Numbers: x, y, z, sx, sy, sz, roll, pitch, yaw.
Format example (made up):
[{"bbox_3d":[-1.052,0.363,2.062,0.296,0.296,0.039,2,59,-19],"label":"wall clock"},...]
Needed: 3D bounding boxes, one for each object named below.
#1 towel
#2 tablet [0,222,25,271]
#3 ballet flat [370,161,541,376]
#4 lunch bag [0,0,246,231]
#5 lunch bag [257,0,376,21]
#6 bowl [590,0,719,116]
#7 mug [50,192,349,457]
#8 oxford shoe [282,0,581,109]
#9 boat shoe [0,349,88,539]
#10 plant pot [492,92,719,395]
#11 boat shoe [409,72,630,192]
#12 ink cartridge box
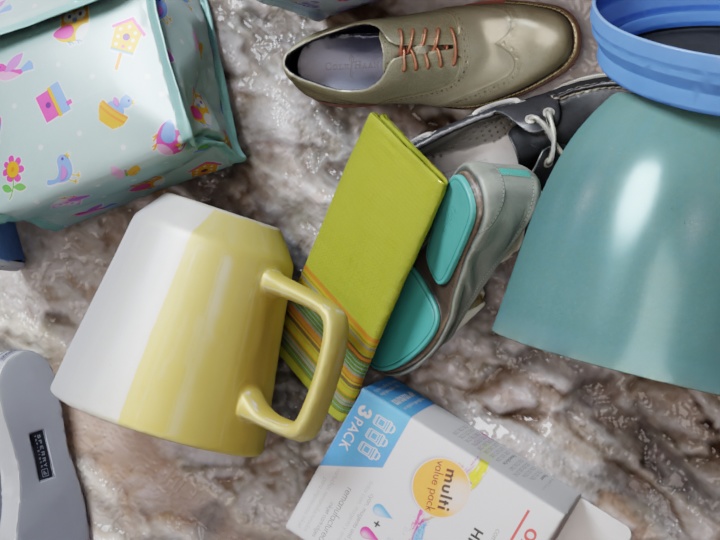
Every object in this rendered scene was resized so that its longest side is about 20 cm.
[{"bbox_3d":[0.000,0.000,1.161,0.086,0.018,0.200,47,128,35],"label":"towel"},{"bbox_3d":[-0.276,-0.097,1.232,0.014,0.130,0.200,-16,89,-2],"label":"tablet"},{"bbox_3d":[0.064,0.004,1.151,0.067,0.064,0.200,66,146,30],"label":"ballet flat"},{"bbox_3d":[-0.190,-0.148,1.207,0.170,0.122,0.200,-18,81,18],"label":"lunch bag"},{"bbox_3d":[0.003,-0.243,1.099,0.169,0.200,0.127,-18,88,18],"label":"lunch bag"},{"bbox_3d":[0.235,-0.135,1.041,0.200,0.201,0.039,9,115,16],"label":"bowl"},{"bbox_3d":[-0.099,0.037,1.189,0.186,0.149,0.153,18,90,2],"label":"mug"},{"bbox_3d":[0.045,-0.139,1.158,0.200,0.074,0.071,-9,91,17],"label":"oxford shoe"},{"bbox_3d":[-0.253,0.158,1.280,0.070,0.071,0.200,-5,97,44],"label":"boat shoe"},{"bbox_3d":[0.195,-0.018,1.061,0.200,0.201,0.161,13,93,16],"label":"plant pot"},{"bbox_3d":[0.105,-0.081,1.151,0.200,0.060,0.074,-13,90,17],"label":"boat shoe"},{"bbox_3d":[0.067,0.173,1.175,0.200,0.068,0.115,31,102,13],"label":"ink cartridge box"}]
